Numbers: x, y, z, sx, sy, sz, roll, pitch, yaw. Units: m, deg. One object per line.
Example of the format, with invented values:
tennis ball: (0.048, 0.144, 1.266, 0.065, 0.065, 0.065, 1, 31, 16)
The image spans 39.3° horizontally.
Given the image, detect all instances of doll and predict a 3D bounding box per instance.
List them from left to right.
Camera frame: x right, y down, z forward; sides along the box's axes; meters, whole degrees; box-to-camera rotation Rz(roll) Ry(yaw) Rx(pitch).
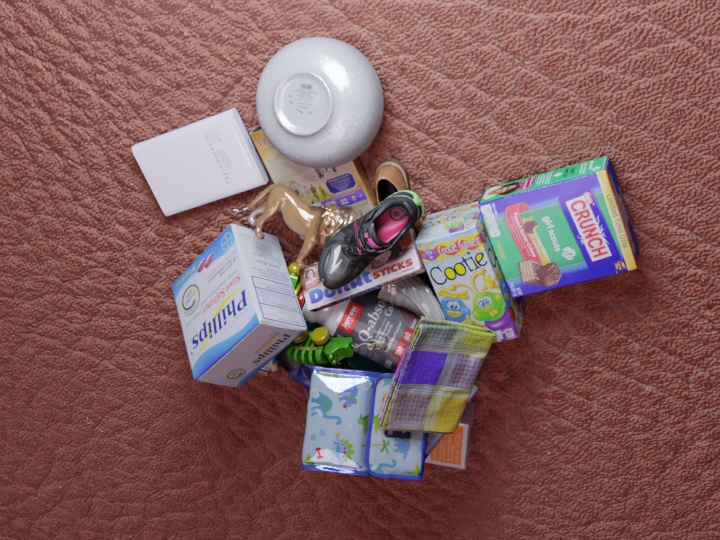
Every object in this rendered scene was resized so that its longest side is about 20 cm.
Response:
doll: (-0.117, 0.158, 1.785, 0.200, 0.048, 0.136, 50, 142, -12)

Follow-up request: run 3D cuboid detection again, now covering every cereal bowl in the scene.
cereal bowl: (-0.071, -0.249, 1.505, 0.200, 0.083, 0.200, 4, 101, 21)

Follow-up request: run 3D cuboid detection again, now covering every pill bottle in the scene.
pill bottle: (0.009, 0.080, 1.670, 0.200, 0.116, 0.116, 26, 121, 1)

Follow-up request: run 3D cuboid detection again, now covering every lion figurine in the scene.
lion figurine: (-0.098, -0.086, 1.604, 0.200, 0.072, 0.123, 33, 106, 3)

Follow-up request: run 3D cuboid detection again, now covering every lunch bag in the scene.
lunch bag: (0.012, 0.249, 1.642, 0.200, 0.127, 0.170, 7, 84, 4)

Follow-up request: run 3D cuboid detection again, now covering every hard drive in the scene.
hard drive: (-0.265, -0.177, 1.666, 0.200, 0.025, 0.132, -15, 112, 23)

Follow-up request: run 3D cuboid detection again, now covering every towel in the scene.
towel: (0.120, 0.170, 1.573, 0.143, 0.023, 0.200, 11, 113, -24)

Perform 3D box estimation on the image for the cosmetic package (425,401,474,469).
cosmetic package: (0.095, 0.274, 1.774, 0.200, 0.071, 0.102, 7, 119, 13)

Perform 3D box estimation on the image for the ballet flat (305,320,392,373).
ballet flat: (-0.032, 0.147, 1.747, 0.200, 0.072, 0.072, 41, 121, 4)

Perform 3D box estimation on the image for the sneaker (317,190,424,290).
sneaker: (0.008, -0.048, 1.521, 0.200, 0.084, 0.077, -44, 91, 11)

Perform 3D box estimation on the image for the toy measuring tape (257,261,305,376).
toy measuring tape: (-0.133, 0.081, 1.723, 0.073, 0.074, 0.200, 17, 97, 7)

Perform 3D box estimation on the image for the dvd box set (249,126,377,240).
dvd box set: (-0.071, -0.157, 1.615, 0.146, 0.029, 0.200, -17, 112, 24)

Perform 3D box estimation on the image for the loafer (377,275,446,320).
loafer: (0.058, 0.027, 1.619, 0.200, 0.070, 0.070, 47, 166, 16)

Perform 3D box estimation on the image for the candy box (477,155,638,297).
candy box: (0.302, -0.064, 1.529, 0.200, 0.077, 0.169, -15, 112, 22)

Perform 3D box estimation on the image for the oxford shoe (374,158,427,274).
oxford shoe: (0.062, -0.073, 1.600, 0.071, 0.071, 0.200, -14, 114, 21)

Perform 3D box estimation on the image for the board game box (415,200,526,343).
board game box: (0.176, 0.008, 1.589, 0.105, 0.103, 0.200, -15, 112, 23)

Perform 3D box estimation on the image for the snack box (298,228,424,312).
snack box: (0.000, 0.000, 1.582, 0.200, 0.024, 0.072, -21, 73, 20)

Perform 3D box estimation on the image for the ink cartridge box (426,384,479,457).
ink cartridge box: (0.094, 0.241, 1.703, 0.119, 0.042, 0.200, 38, 92, 15)

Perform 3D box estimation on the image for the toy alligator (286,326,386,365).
toy alligator: (-0.054, 0.130, 1.627, 0.200, 0.054, 0.059, 3, 138, 31)

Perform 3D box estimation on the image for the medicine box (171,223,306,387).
medicine box: (-0.205, 0.060, 1.668, 0.103, 0.200, 0.182, 17, 133, -43)
